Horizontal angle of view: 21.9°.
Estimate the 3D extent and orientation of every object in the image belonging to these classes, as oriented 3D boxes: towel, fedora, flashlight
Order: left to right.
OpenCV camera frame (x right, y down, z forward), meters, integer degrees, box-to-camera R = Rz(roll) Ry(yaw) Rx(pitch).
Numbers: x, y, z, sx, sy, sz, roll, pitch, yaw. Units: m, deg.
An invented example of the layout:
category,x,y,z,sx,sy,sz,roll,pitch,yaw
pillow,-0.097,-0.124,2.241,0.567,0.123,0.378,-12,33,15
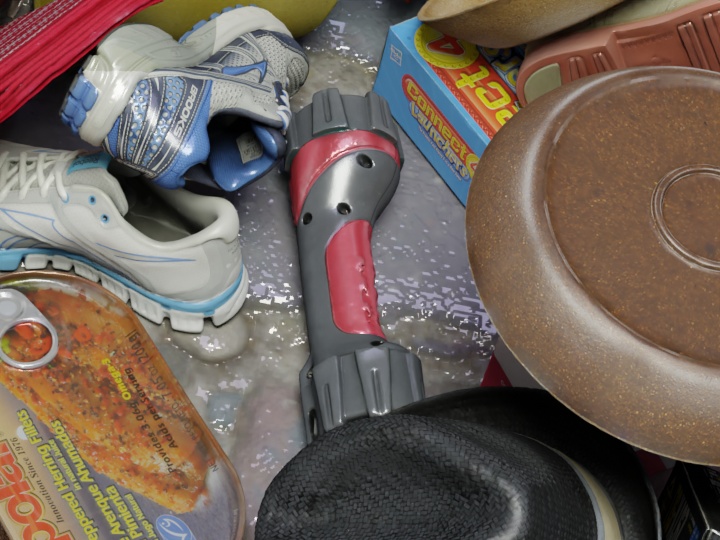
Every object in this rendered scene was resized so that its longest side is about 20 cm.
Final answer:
category,x,y,z,sx,sy,sz,roll,pitch,yaw
towel,-0.197,-0.092,0.936,0.145,0.199,0.023,-44,110,-34
flashlight,0.000,0.000,0.969,0.067,0.068,0.201,6,52,-21
fedora,0.026,0.121,0.810,0.199,0.092,0.202,-16,57,26

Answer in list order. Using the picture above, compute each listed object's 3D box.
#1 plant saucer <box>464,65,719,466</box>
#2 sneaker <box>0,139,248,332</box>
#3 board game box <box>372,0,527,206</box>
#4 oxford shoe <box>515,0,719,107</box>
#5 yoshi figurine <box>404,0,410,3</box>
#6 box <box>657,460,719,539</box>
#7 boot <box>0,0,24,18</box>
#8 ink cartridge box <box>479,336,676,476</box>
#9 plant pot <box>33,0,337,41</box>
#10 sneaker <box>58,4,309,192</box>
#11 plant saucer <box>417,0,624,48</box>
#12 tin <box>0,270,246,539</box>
category,x,y,z,sx,sy,sz,roll,pitch,yaw
plant saucer,0.144,-0.014,0.782,0.199,0.035,0.201,6,56,-10
sneaker,-0.149,-0.040,0.954,0.199,0.087,0.075,15,55,2
board game box,0.143,-0.086,1.069,0.195,0.056,0.200,-25,63,-27
oxford shoe,0.180,-0.135,0.992,0.199,0.071,0.074,-7,44,18
yoshi figurine,0.056,-0.235,1.090,0.112,0.113,0.200,-15,23,19
box,0.213,0.147,0.837,0.159,0.200,0.050,24,95,4
boot,-0.228,-0.132,0.938,0.166,0.200,0.073,-36,107,-11
ink cartridge box,0.154,0.017,0.904,0.144,0.201,0.085,-18,59,-23
plant pot,-0.080,-0.202,1.041,0.141,0.200,0.201,19,49,-24
sneaker,-0.071,-0.077,0.946,0.085,0.077,0.200,42,26,10
plant saucer,0.126,-0.169,0.999,0.200,0.200,0.036,-37,105,-31
tin,-0.135,0.087,0.894,0.111,0.042,0.200,-20,60,-29
